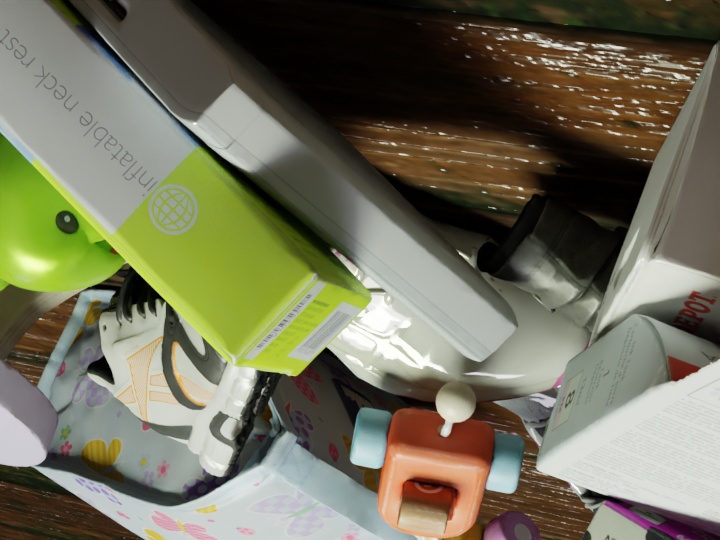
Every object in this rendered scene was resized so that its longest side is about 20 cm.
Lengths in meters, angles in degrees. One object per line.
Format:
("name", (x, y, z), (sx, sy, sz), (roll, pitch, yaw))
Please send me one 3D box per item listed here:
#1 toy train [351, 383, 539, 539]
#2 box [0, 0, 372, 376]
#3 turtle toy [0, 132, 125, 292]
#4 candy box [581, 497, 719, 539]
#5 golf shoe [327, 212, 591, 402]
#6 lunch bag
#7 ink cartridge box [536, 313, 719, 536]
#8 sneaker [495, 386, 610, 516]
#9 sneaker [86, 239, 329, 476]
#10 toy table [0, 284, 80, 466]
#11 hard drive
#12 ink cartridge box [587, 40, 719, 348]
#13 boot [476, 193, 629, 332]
("toy train", (0.086, 0.123, 1.254), (0.200, 0.056, 0.150), (13, 142, -4))
("box", (-0.087, -0.049, 1.025), (0.200, 0.048, 0.122), (45, -176, 9))
("turtle toy", (-0.175, -0.048, 1.134), (0.200, 0.146, 0.101), (28, 143, 7))
("candy box", (0.156, 0.134, 1.105), (0.136, 0.061, 0.200), (31, -171, 15))
("golf shoe", (0.000, 0.000, 1.229), (0.200, 0.075, 0.092), (14, 162, 11))
("lunch bag", (-0.049, 0.098, 1.547), (0.170, 0.127, 0.200), (34, 169, -40))
("ink cartridge box", (0.164, 0.053, 0.955), (0.162, 0.057, 0.200), (21, 157, -9))
("sneaker", (0.123, 0.116, 1.355), (0.200, 0.140, 0.078), (21, 170, -10))
("sneaker", (-0.066, 0.021, 1.183), (0.080, 0.074, 0.200), (29, 152, 2))
("toy table", (-0.194, 0.004, 1.389), (0.184, 0.117, 0.200), (17, 165, 8))
("hard drive", (-0.032, -0.050, 1.048), (0.132, 0.027, 0.200), (47, -175, 38))
("ink cartridge box", (0.189, 0.008, 0.998), (0.200, 0.083, 0.147), (18, 166, 2))
("boot", (0.119, 0.013, 1.166), (0.131, 0.068, 0.200), (37, -174, 13))
